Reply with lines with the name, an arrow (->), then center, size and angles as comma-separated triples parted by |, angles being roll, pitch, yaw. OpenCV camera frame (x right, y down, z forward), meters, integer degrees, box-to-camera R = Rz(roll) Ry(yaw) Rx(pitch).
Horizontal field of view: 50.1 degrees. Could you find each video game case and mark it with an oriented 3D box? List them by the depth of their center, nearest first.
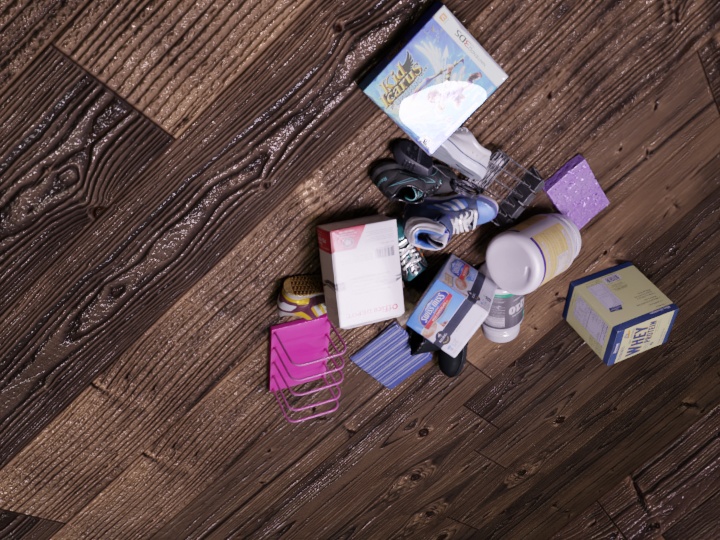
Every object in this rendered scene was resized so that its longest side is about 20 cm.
video game case -> 0.129, -0.335, 1.362 | 0.181, 0.045, 0.200 | 39, 103, -26

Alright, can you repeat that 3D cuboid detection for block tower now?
block tower -> 0.069, 0.039, 1.703 | 0.054, 0.058, 0.200 | -32, 136, -2

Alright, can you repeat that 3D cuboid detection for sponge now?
sponge -> 0.503, -0.175, 1.795 | 0.112, 0.030, 0.200 | -41, 137, 8

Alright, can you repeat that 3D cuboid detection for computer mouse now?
computer mouse -> 0.144, -0.188, 1.492 | 0.200, 0.059, 0.034 | 30, 132, -12

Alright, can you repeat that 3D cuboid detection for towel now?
towel -> 0.079, 0.211, 1.896 | 0.145, 0.024, 0.200 | -39, 136, 8

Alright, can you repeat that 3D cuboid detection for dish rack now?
dish rack -> 0.294, -0.177, 1.647 | 0.200, 0.055, 0.153 | 23, 113, -41

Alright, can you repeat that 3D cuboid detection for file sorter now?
file sorter -> -0.116, 0.220, 1.700 | 0.139, 0.125, 0.200 | -13, 134, -22

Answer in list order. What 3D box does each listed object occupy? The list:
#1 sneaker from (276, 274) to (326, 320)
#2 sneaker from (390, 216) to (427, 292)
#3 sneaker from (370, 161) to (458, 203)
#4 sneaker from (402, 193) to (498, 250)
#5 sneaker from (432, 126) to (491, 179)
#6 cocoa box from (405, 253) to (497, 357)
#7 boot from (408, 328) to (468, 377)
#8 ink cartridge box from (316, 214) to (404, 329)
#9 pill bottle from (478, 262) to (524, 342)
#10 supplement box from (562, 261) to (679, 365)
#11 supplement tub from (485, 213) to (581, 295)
sneaker -> -0.081, 0.059, 1.623 | 0.200, 0.075, 0.090 | 3, 135, -26
sneaker -> 0.103, -0.032, 1.637 | 0.071, 0.080, 0.200 | -31, 138, -2
sneaker -> 0.115, -0.163, 1.523 | 0.200, 0.079, 0.075 | -2, 140, -30
sneaker -> 0.184, -0.087, 1.547 | 0.200, 0.147, 0.081 | 1, 131, -2
sneaker -> 0.178, -0.250, 1.506 | 0.200, 0.073, 0.071 | 28, 79, -38
cocoa box -> 0.203, 0.072, 1.691 | 0.133, 0.131, 0.200 | -56, 176, 23
boot -> 0.189, 0.182, 1.886 | 0.162, 0.073, 0.198 | -5, 121, -36
ink cartridge box -> 0.000, 0.000, 1.544 | 0.147, 0.083, 0.200 | -11, 106, -23
pill bottle -> 0.338, 0.076, 1.861 | 0.113, 0.113, 0.200 | -23, 137, -12
supplement box -> 0.685, 0.111, 2.043 | 0.200, 0.200, 0.134 | -18, 136, -17
supplement tub -> 0.391, -0.043, 1.732 | 0.200, 0.145, 0.146 | -25, 141, -41
